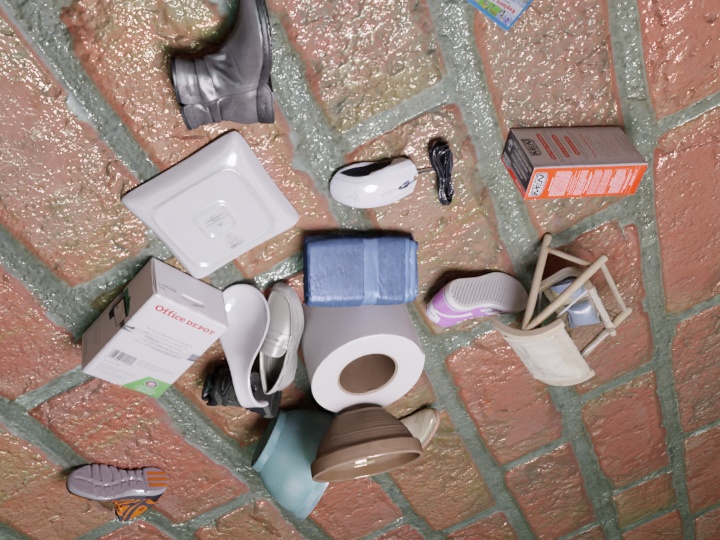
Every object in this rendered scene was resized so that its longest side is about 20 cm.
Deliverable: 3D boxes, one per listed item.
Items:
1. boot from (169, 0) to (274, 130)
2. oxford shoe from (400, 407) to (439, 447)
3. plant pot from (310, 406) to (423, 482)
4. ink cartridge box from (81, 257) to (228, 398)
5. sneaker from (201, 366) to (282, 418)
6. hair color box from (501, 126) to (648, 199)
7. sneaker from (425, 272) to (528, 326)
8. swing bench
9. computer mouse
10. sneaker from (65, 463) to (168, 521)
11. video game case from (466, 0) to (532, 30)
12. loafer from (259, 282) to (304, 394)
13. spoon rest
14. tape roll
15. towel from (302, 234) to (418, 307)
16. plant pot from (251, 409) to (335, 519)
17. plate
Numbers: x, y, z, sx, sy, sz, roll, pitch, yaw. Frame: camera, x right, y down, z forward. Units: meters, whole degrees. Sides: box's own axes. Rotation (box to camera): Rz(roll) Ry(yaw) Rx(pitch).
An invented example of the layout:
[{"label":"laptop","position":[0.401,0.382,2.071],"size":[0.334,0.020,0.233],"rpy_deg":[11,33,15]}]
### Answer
[{"label":"boot","position":[-0.173,-0.259,0.964],"size":[0.128,0.071,0.204],"rpy_deg":[-5,130,-8]},{"label":"oxford shoe","position":[0.081,0.349,1.650],"size":[0.199,0.072,0.073],"rpy_deg":[-42,130,21]},{"label":"plant pot","position":[0.004,0.295,1.357],"size":[0.195,0.095,0.202],"rpy_deg":[-12,158,-5]},{"label":"ink cartridge box","position":[-0.323,0.094,1.239],"size":[0.199,0.085,0.145],"rpy_deg":[-42,133,21]},{"label":"sneaker","position":[-0.212,0.216,1.415],"size":[0.111,0.078,0.199],"rpy_deg":[7,167,19]},{"label":"hair color box","position":[0.328,-0.168,1.211],"size":[0.194,0.103,0.062],"rpy_deg":[-3,135,-16]},{"label":"sneaker","position":[0.205,0.058,1.426],"size":[0.196,0.074,0.114],"rpy_deg":[4,152,-30]},{"label":"swing bench","position":[0.359,0.085,1.392],"size":[0.202,0.128,0.199],"rpy_deg":[-56,137,-10]},{"label":"computer mouse","position":[0.051,-0.129,1.188],"size":[0.194,0.044,0.111],"rpy_deg":[-13,137,-9]},{"label":"sneaker","position":[-0.479,0.440,1.526],"size":[0.196,0.079,0.113],"rpy_deg":[13,127,-30]},{"label":"video game case","position":[0.203,-0.417,0.981],"size":[0.141,0.018,0.201],"rpy_deg":[21,123,-36]},{"label":"loafer","position":[-0.137,0.118,1.316],"size":[0.068,0.070,0.205],"rpy_deg":[16,121,23]},{"label":"spoon rest","position":[-0.185,0.124,1.269],"size":[0.097,0.206,0.061],"rpy_deg":[-5,-176,16]},{"label":"tape roll","position":[-0.003,0.127,1.350],"size":[0.197,0.141,0.206],"rpy_deg":[-11,136,-11]},{"label":"towel","position":[0.000,0.000,1.262],"size":[0.195,0.048,0.115],"rpy_deg":[-1,95,-23]},{"label":"plant pot","position":[-0.128,0.350,1.505],"size":[0.132,0.202,0.202],"rpy_deg":[28,123,-8]},{"label":"plate","position":[-0.211,-0.081,1.148],"size":[0.196,0.033,0.201],"rpy_deg":[-28,136,7]}]
